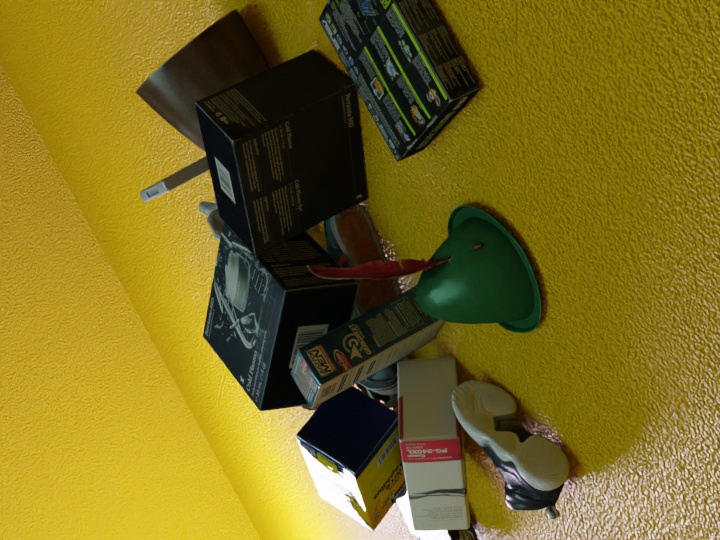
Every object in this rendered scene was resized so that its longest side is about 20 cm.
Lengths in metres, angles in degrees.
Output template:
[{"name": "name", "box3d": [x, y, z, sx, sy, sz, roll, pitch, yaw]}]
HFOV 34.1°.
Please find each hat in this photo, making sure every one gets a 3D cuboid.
[{"name": "hat", "box3d": [0.080, 0.034, 1.334, 0.200, 0.176, 0.166, 6, 122, 66]}]

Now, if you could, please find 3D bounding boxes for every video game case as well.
[{"name": "video game case", "box3d": [-0.238, -0.168, 1.825, 0.022, 0.200, 0.182, 62, 160, -9]}]

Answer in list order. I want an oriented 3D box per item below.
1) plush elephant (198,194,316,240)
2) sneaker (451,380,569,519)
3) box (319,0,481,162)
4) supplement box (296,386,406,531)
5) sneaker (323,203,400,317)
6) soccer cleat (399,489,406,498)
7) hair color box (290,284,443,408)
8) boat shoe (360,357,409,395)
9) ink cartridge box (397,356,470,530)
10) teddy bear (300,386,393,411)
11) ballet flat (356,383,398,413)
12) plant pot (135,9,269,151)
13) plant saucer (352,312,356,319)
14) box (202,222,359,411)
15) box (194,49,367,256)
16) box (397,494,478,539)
[{"name": "plush elephant", "box3d": [-0.185, -0.082, 1.859, 0.155, 0.165, 0.200, 41, 144, -22]}, {"name": "sneaker", "box3d": [0.184, 0.231, 1.482, 0.200, 0.075, 0.114, 44, 153, 41]}, {"name": "box", "box3d": [0.036, -0.241, 1.287, 0.200, 0.047, 0.193, 61, 158, 6]}, {"name": "supplement box", "box3d": [-0.004, 0.270, 1.696, 0.109, 0.110, 0.200, 28, 154, 26]}, {"name": "sneaker", "box3d": [0.000, 0.000, 1.657, 0.080, 0.071, 0.201, -3, 105, 69]}, {"name": "soccer cleat", "box3d": [0.013, 0.311, 1.890, 0.200, 0.065, 0.084, 22, 136, 62]}, {"name": "hair color box", "box3d": [0.009, 0.099, 1.559, 0.061, 0.200, 0.100, 56, 159, 16]}, {"name": "boat shoe", "box3d": [-0.003, 0.135, 1.775, 0.066, 0.070, 0.200, 24, 177, -38]}, {"name": "ink cartridge box", "box3d": [0.100, 0.240, 1.605, 0.146, 0.083, 0.200, -90, -7, -48]}, {"name": "teddy bear", "box3d": [-0.011, 0.208, 1.839, 0.200, 0.067, 0.145, 30, -165, 9]}, {"name": "ballet flat", "box3d": [0.061, 0.205, 1.769, 0.200, 0.063, 0.069, 36, 148, 50]}, {"name": "plant pot", "box3d": [-0.187, -0.236, 1.685, 0.200, 0.187, 0.187, 51, 162, -10]}, {"name": "plant saucer", "box3d": [-0.083, 0.047, 1.807, 0.200, 0.039, 0.201, 17, 143, 14]}, {"name": "box", "box3d": [-0.118, 0.058, 1.662, 0.197, 0.124, 0.201, 45, 130, 46]}, {"name": "box", "box3d": [-0.099, -0.153, 1.532, 0.104, 0.182, 0.200, 46, 154, 38]}, {"name": "box", "box3d": [0.101, 0.349, 1.876, 0.201, 0.050, 0.198, 68, 162, -9]}]
